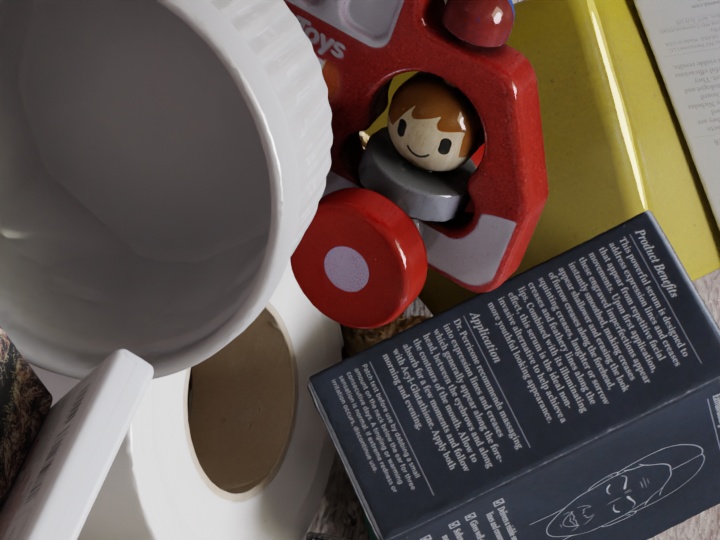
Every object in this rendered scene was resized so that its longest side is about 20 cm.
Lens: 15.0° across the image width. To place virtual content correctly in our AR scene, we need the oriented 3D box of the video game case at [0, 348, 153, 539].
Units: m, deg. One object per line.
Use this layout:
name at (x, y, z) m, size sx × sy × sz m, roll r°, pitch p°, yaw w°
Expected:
video game case at (-0.168, 0.146, 1.162) m, size 0.023 × 0.182 × 0.200 m, roll 33°, pitch 53°, yaw -15°

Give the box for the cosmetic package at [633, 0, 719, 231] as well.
cosmetic package at (0.225, -0.096, 1.507) m, size 0.102 × 0.071 × 0.200 m, roll -56°, pitch 131°, yaw -47°

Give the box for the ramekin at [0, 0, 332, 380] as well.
ramekin at (-0.106, -0.059, 1.232) m, size 0.105 × 0.199 × 0.201 m, roll -44°, pitch 129°, yaw -60°

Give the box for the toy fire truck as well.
toy fire truck at (0.000, -0.082, 1.299) m, size 0.112 × 0.200 × 0.168 m, roll -43°, pitch 159°, yaw -50°

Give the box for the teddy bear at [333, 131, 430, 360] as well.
teddy bear at (0.000, 0.000, 1.478) m, size 0.067 × 0.145 × 0.201 m, roll -30°, pitch 113°, yaw -30°

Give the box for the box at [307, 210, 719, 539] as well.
box at (0.094, 0.083, 1.418) m, size 0.149 × 0.199 × 0.107 m, roll 65°, pitch -1°, yaw -60°

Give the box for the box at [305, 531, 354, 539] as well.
box at (-0.023, 0.253, 1.471) m, size 0.160 × 0.044 × 0.201 m, roll 80°, pitch 20°, yaw -75°

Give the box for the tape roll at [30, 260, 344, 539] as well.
tape roll at (-0.087, 0.062, 1.390) m, size 0.202 × 0.071 × 0.203 m, roll -3°, pitch 94°, yaw -59°

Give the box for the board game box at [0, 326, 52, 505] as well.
board game box at (-0.236, 0.051, 1.107) m, size 0.200 × 0.097 × 0.160 m, roll 59°, pitch 44°, yaw -43°

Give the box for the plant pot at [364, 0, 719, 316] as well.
plant pot at (0.115, -0.062, 1.555) m, size 0.200 × 0.200 × 0.177 m, roll -22°, pitch 93°, yaw -57°

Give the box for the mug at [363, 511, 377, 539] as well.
mug at (0.084, 0.115, 1.608) m, size 0.185 × 0.114 × 0.152 m, roll -33°, pitch 143°, yaw -38°
